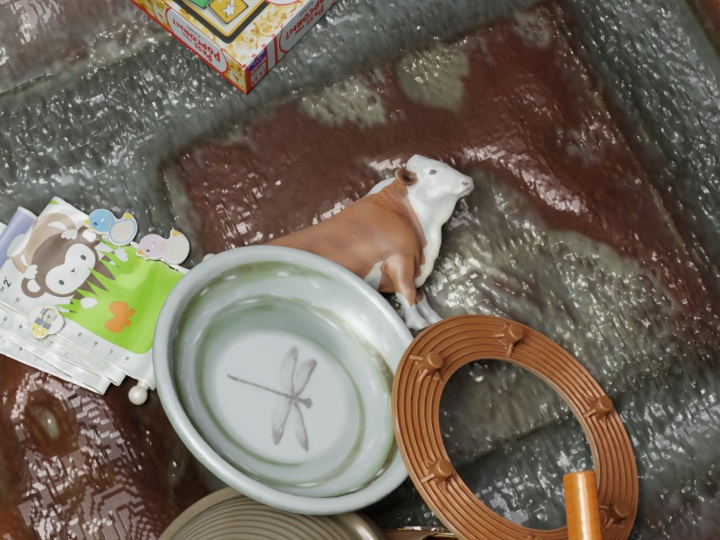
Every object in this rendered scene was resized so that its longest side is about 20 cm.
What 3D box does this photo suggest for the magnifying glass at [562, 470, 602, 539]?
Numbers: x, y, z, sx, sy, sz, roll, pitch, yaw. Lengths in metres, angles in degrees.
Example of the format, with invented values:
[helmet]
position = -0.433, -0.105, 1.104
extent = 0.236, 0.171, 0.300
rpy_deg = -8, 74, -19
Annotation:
[magnifying glass]
position = 0.151, 0.231, 1.253
extent = 0.022, 0.079, 0.202
rpy_deg = 1, 75, -25

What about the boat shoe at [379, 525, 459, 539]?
[boat shoe]
position = 0.034, 0.204, 1.318
extent = 0.198, 0.068, 0.073
rpy_deg = -3, 69, -1

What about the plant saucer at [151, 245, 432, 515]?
[plant saucer]
position = -0.050, 0.079, 1.301
extent = 0.198, 0.050, 0.202
rpy_deg = 14, 52, -19

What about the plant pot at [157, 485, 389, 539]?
[plant pot]
position = -0.069, 0.234, 1.260
extent = 0.199, 0.093, 0.203
rpy_deg = -3, 79, 16

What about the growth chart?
[growth chart]
position = -0.213, 0.015, 1.418
extent = 0.198, 0.018, 0.146
rpy_deg = 17, 69, 5

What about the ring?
[ring]
position = 0.110, 0.115, 1.325
extent = 0.199, 0.019, 0.202
rpy_deg = 19, 50, -24

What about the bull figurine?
[bull figurine]
position = 0.000, 0.000, 1.397
extent = 0.198, 0.065, 0.122
rpy_deg = -23, 77, -4

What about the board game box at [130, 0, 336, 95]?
[board game box]
position = -0.113, -0.255, 1.506
extent = 0.200, 0.046, 0.152
rpy_deg = 40, 73, 14
